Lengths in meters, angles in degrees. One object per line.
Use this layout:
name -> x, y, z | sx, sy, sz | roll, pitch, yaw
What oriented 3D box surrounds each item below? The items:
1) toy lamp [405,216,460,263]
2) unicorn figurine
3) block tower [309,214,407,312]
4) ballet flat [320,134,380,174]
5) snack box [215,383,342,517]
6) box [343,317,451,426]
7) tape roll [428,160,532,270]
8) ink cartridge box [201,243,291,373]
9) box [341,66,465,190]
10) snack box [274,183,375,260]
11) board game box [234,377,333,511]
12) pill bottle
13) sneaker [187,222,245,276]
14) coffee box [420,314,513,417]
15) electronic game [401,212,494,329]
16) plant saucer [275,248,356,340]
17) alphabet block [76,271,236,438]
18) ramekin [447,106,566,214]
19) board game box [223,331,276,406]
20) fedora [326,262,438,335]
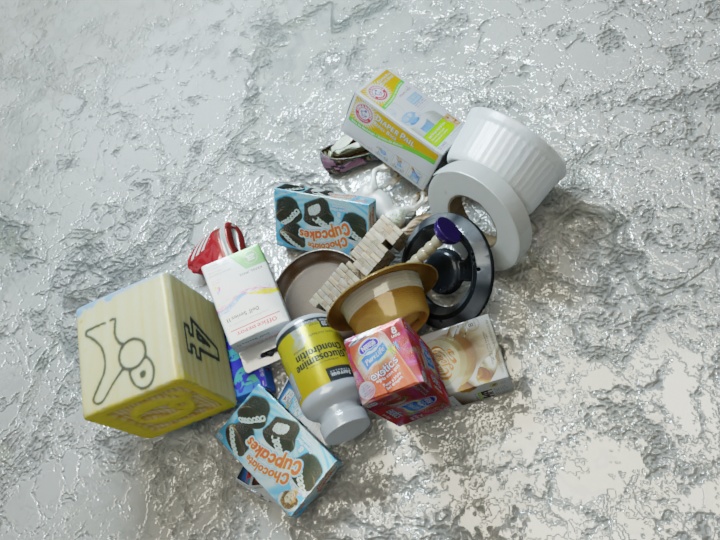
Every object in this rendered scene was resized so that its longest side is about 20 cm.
toy lamp -> 0.088, -0.008, 1.192 | 0.200, 0.058, 0.059 | -46, 54, 37
unicorn figurine -> 0.036, -0.133, 1.327 | 0.137, 0.074, 0.200 | -44, 59, -8
block tower -> 0.000, 0.000, 1.236 | 0.058, 0.054, 0.200 | 43, 93, 22
ballet flat -> 0.012, -0.252, 1.388 | 0.199, 0.071, 0.070 | -21, 60, 9
snack box -> -0.139, 0.300, 1.178 | 0.200, 0.037, 0.116 | 37, 83, 27
box -> 0.059, 0.155, 1.030 | 0.095, 0.200, 0.100 | -23, 64, 9
tape roll -> 0.198, -0.091, 1.183 | 0.037, 0.204, 0.202 | -38, 59, -24
ink cartridge box -> -0.195, 0.068, 1.260 | 0.116, 0.067, 0.201 | -23, 72, -6
box -> 0.080, -0.264, 1.298 | 0.199, 0.102, 0.113 | 38, 53, 8
snack box -> -0.067, -0.090, 1.318 | 0.198, 0.117, 0.037 | 12, 27, 23
board game box -> -0.116, 0.300, 1.212 | 0.125, 0.035, 0.201 | 22, 76, 25
pill bottle -> -0.059, 0.180, 1.165 | 0.111, 0.112, 0.201 | -30, 60, 4
sneaker -> -0.276, 0.015, 1.383 | 0.115, 0.078, 0.202 | -24, 61, 27
coffee box -> 0.138, 0.165, 1.159 | 0.198, 0.080, 0.115 | -20, 62, 10
electronic game -> 0.145, 0.001, 1.202 | 0.199, 0.041, 0.202 | 2, 93, 46
plant saucer -> -0.070, 0.061, 1.288 | 0.198, 0.032, 0.202 | -4, 77, 16
alphabet block -> -0.352, 0.152, 1.214 | 0.194, 0.196, 0.201 | -22, 62, 12
ramekin -> 0.245, -0.182, 1.212 | 0.200, 0.200, 0.098 | 34, 88, 28
board game box -> -0.268, 0.184, 1.308 | 0.199, 0.045, 0.153 | -22, 62, 10
fedora -> 0.046, 0.068, 1.138 | 0.199, 0.201, 0.082 | -27, 63, 5
